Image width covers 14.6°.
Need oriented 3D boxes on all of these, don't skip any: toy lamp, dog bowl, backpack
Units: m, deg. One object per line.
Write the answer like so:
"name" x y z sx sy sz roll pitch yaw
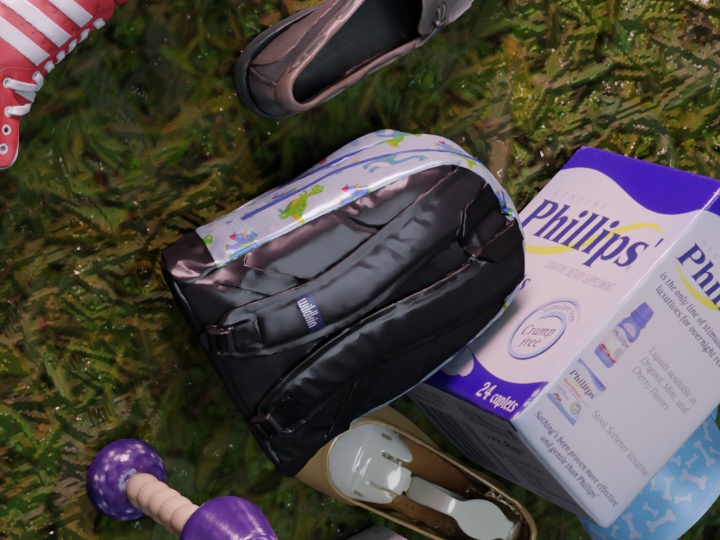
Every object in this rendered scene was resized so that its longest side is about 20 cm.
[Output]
"toy lamp" -0.100 0.143 1.626 0.058 0.200 0.058 -6 105 -26
"dog bowl" 0.186 0.103 1.775 0.111 0.200 0.050 -36 107 30
"backpack" 0.000 0.000 1.689 0.200 0.154 0.163 -29 112 6

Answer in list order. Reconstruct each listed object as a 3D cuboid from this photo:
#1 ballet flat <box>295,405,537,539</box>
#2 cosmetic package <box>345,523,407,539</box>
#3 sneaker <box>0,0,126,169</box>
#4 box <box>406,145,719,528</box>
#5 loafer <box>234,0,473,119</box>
"ballet flat" 0.032 0.130 1.766 0.200 0.063 0.069 25 90 -28
"cosmetic package" 0.013 0.274 1.784 0.101 0.074 0.200 -27 111 -18
"sneaker" -0.185 -0.124 1.599 0.199 0.071 0.113 -19 107 -16
"box" 0.144 0.035 1.733 0.200 0.184 0.105 -47 115 -11
"loafer" 0.018 -0.153 1.696 0.200 0.063 0.072 -38 115 -14
